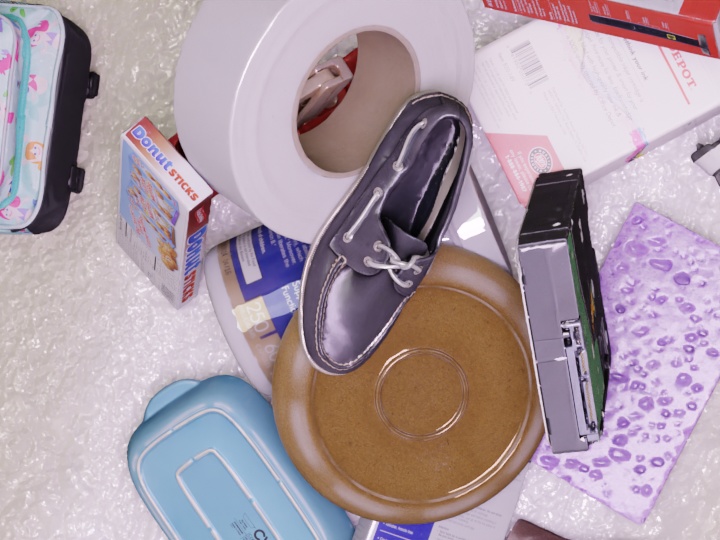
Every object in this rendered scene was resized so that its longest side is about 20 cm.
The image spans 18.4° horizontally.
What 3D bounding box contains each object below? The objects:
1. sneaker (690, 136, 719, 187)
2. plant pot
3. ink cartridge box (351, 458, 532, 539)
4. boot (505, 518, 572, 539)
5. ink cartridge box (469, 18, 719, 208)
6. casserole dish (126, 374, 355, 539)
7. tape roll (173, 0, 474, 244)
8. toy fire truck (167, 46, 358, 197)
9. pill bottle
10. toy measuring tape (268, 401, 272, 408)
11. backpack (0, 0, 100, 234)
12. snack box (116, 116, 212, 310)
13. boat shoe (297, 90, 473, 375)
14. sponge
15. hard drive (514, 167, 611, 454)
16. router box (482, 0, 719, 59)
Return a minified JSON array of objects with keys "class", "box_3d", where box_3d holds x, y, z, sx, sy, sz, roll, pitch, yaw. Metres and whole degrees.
[{"class":"sneaker","box_3d":[0.336,-0.098,1.549,0.200,0.066,0.091,-32,86,10]},{"class":"plant pot","box_3d":[0.040,0.082,1.514,0.199,0.027,0.201,-2,104,-10]},{"class":"ink cartridge box","box_3d":[0.042,0.207,1.574,0.099,0.039,0.201,21,91,-13]},{"class":"boot","box_3d":[0.162,0.287,1.565,0.166,0.072,0.201,13,90,21]},{"class":"ink cartridge box","box_3d":[0.180,-0.138,1.572,0.199,0.067,0.117,-27,83,8]},{"class":"casserole dish","box_3d":[-0.088,0.170,1.593,0.121,0.039,0.200,-34,93,14]},{"class":"tape roll","box_3d":[-0.022,-0.121,1.464,0.071,0.202,0.203,34,93,43]},{"class":"toy fire truck","box_3d":[-0.032,-0.120,1.566,0.200,0.141,0.049,-35,83,6]},{"class":"pill bottle","box_3d":[0.000,0.000,1.568,0.199,0.116,0.116,-24,84,7]},{"class":"toy measuring tape","box_3d":[0.021,0.094,1.580,0.199,0.074,0.074,-19,84,7]},{"class":"backpack","box_3d":[-0.310,-0.116,1.611,0.199,0.151,0.179,8,90,14]},{"class":"snack box","box_3d":[-0.139,-0.036,1.551,0.024,0.200,0.072,-38,79,-18]},{"class":"boat shoe","box_3d":[0.017,-0.022,1.443,0.072,0.063,0.201,24,93,-15]},{"class":"sponge","box_3d":[0.198,0.065,1.577,0.111,0.030,0.201,28,93,10]},{"class":"hard drive","box_3d":[0.134,0.022,1.459,0.038,0.200,0.140,-8,105,10]},{"class":"router box","box_3d":[0.195,-0.257,1.533,0.179,0.049,0.201,15,69,23]}]
